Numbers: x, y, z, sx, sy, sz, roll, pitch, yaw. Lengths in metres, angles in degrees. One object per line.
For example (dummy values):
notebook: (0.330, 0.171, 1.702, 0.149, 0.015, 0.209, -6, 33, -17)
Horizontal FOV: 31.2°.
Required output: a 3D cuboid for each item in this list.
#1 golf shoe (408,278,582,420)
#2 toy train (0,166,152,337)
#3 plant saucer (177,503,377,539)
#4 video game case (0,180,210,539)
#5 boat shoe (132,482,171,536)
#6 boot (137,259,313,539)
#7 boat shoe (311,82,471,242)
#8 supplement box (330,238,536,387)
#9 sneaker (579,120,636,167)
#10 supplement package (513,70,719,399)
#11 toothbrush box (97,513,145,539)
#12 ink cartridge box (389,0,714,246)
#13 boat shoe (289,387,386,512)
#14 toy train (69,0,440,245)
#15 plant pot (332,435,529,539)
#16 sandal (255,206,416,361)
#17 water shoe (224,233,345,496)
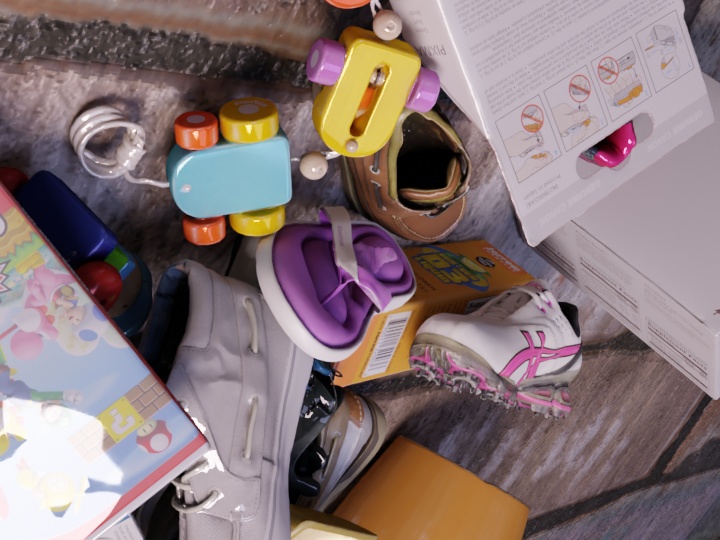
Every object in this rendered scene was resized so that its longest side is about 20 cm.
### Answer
golf shoe: (0.094, 0.045, 0.872, 0.200, 0.073, 0.092, 21, 83, -60)
toy train: (-0.190, 0.050, 0.634, 0.200, 0.085, 0.116, -46, 163, -2)
plant saucer: (-0.098, 0.207, 0.822, 0.200, 0.048, 0.200, -37, 161, 2)
video game case: (-0.180, 0.045, 0.554, 0.143, 0.017, 0.200, -38, 106, -6)
boat shoe: (-0.162, 0.129, 0.768, 0.072, 0.076, 0.200, 13, 113, -45)
boot: (-0.085, 0.096, 0.654, 0.073, 0.200, 0.096, -16, 148, 41)
boat shoe: (0.030, -0.059, 0.785, 0.072, 0.068, 0.200, -46, 150, -2)
supplement box: (0.034, 0.025, 0.893, 0.200, 0.067, 0.069, -7, 128, -49)
sneaker: (0.139, -0.141, 0.821, 0.081, 0.075, 0.200, -43, 149, -5)
supplement package: (0.233, -0.041, 0.932, 0.156, 0.200, 0.111, -42, 150, -9)
toothbrush box: (-0.203, 0.177, 0.655, 0.200, 0.085, 0.147, -27, 142, -14)
ink cartridge box: (0.104, -0.139, 0.711, 0.161, 0.050, 0.200, -33, 115, -24)
boat shoe: (-0.065, 0.167, 0.934, 0.200, 0.075, 0.068, -57, 143, 2)
toy train: (-0.047, -0.108, 0.654, 0.200, 0.056, 0.150, -42, 124, 10)
plant pot: (0.042, 0.245, 1.056, 0.183, 0.200, 0.200, -61, 151, -7)
sandal: (-0.005, -0.006, 0.733, 0.050, 0.083, 0.203, -37, 179, 18)
water shoe: (-0.047, 0.056, 0.785, 0.072, 0.079, 0.200, -81, 178, -52)
